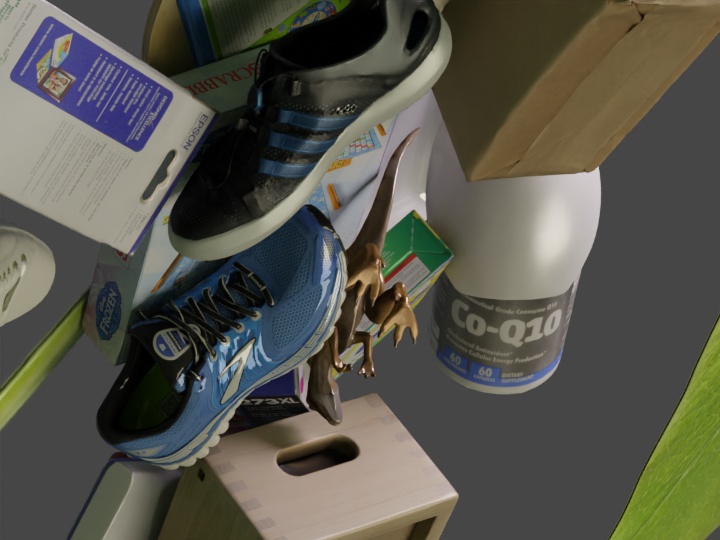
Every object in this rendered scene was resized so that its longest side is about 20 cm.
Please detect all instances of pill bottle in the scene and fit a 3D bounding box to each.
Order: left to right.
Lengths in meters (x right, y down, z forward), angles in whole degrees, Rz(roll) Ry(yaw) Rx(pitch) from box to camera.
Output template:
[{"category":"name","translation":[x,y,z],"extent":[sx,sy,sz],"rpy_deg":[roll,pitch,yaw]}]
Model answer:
[{"category":"pill bottle","translation":[0.118,-0.008,1.747],"extent":[0.114,0.113,0.201],"rpy_deg":[-38,150,-36]}]

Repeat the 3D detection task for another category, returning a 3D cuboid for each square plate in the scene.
[{"category":"square plate","translation":[0.012,-0.090,1.547],"extent":[0.198,0.028,0.201],"rpy_deg":[-32,147,-45]}]

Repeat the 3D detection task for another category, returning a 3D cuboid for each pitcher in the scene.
[{"category":"pitcher","translation":[0.111,-0.090,1.543],"extent":[0.172,0.120,0.201],"rpy_deg":[-33,125,-72]}]

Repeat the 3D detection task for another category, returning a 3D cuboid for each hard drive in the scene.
[{"category":"hard drive","translation":[-0.142,0.188,1.510],"extent":[0.132,0.025,0.200],"rpy_deg":[-62,157,8]}]

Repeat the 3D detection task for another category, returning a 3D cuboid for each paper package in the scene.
[{"category":"paper package","translation":[0.111,-0.183,1.331],"extent":[0.103,0.201,0.191],"rpy_deg":[-2,149,-31]}]

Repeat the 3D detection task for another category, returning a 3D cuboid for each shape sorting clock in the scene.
[{"category":"shape sorting clock","translation":[-0.053,-0.172,1.304],"extent":[0.200,0.039,0.200],"rpy_deg":[-35,153,-20]}]

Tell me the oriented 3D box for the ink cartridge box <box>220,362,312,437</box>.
[{"category":"ink cartridge box","translation":[-0.076,0.083,1.495],"extent":[0.200,0.094,0.037],"rpy_deg":[64,27,-66]}]

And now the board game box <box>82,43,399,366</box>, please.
[{"category":"board game box","translation":[-0.067,-0.053,1.367],"extent":[0.199,0.041,0.200],"rpy_deg":[-23,147,-39]}]

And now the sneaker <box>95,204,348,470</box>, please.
[{"category":"sneaker","translation":[-0.086,0.042,1.341],"extent":[0.200,0.079,0.089],"rpy_deg":[-51,156,13]}]

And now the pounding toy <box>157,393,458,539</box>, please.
[{"category":"pounding toy","translation":[-0.043,0.178,1.505],"extent":[0.199,0.142,0.185],"rpy_deg":[-14,140,-38]}]

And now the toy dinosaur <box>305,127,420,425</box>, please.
[{"category":"toy dinosaur","translation":[0.000,0.000,1.408],"extent":[0.060,0.106,0.201],"rpy_deg":[20,92,-23]}]

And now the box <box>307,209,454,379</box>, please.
[{"category":"box","translation":[-0.005,0.032,1.559],"extent":[0.117,0.048,0.200],"rpy_deg":[-41,177,-13]}]

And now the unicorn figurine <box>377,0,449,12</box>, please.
[{"category":"unicorn figurine","translation":[0.042,-0.221,1.263],"extent":[0.138,0.073,0.201],"rpy_deg":[94,11,-68]}]

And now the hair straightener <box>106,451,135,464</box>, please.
[{"category":"hair straightener","translation":[-0.181,0.218,1.537],"extent":[0.077,0.041,0.201],"rpy_deg":[7,108,-65]}]

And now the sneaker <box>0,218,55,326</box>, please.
[{"category":"sneaker","translation":[-0.214,0.021,1.182],"extent":[0.200,0.084,0.073],"rpy_deg":[-8,125,-62]}]

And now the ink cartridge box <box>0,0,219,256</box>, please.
[{"category":"ink cartridge box","translation":[-0.163,-0.083,1.166],"extent":[0.100,0.039,0.200],"rpy_deg":[-58,145,0]}]

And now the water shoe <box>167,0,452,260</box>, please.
[{"category":"water shoe","translation":[-0.042,-0.093,1.235],"extent":[0.200,0.072,0.079],"rpy_deg":[-42,133,0]}]
